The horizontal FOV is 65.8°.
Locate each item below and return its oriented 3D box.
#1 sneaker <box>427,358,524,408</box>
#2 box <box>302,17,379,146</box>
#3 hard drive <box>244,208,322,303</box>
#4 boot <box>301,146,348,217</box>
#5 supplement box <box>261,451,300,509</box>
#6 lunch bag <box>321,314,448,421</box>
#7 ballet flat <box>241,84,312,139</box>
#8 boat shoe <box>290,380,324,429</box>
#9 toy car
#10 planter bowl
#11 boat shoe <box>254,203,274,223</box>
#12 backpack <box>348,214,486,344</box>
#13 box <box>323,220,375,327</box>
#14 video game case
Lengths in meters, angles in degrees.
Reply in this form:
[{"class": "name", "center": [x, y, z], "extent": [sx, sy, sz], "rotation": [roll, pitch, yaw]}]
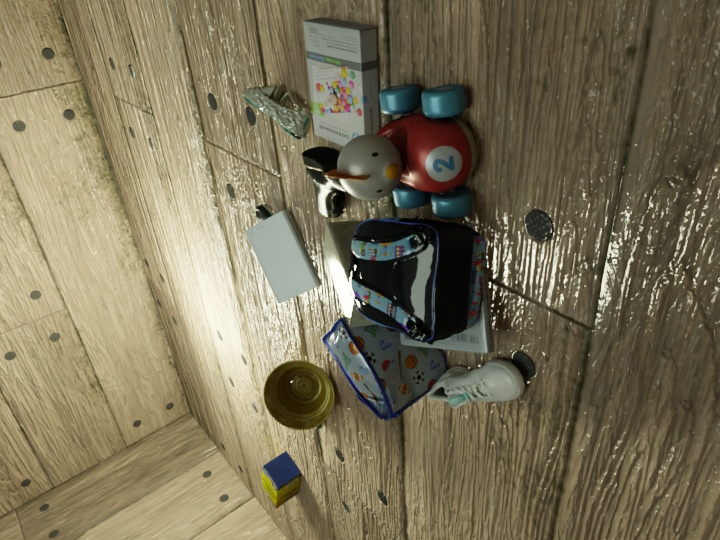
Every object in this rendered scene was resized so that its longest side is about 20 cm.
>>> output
[{"class": "sneaker", "center": [0.192, 0.206, 0.955], "extent": [0.200, 0.088, 0.075], "rotation": [-28, 87, 59]}, {"class": "box", "center": [-0.031, -0.317, 0.955], "extent": [0.156, 0.041, 0.201], "rotation": [33, 139, 42]}, {"class": "hard drive", "center": [-0.189, -0.032, 1.358], "extent": [0.132, 0.026, 0.200], "rotation": [-23, 93, 25]}, {"class": "boot", "center": [-0.037, -0.148, 1.069], "extent": [0.200, 0.077, 0.139], "rotation": [45, 151, 52]}, {"class": "supplement box", "center": [-0.307, 0.808, 2.143], "extent": [0.109, 0.109, 0.200], "rotation": [45, 145, 29]}, {"class": "lunch bag", "center": [0.053, 0.159, 1.052], "extent": [0.200, 0.170, 0.124], "rotation": [54, 147, 11]}, {"class": "ballet flat", "center": [-0.163, -0.337, 1.133], "extent": [0.200, 0.072, 0.072], "rotation": [42, 143, 29]}, {"class": "boat shoe", "center": [-0.160, 0.396, 1.659], "extent": [0.073, 0.062, 0.201], "rotation": [18, 127, 50]}, {"class": "toy car", "center": [0.045, -0.153, 0.803], "extent": [0.177, 0.200, 0.185], "rotation": [23, 131, 48]}, {"class": "planter bowl", "center": [-0.164, 0.335, 1.558], "extent": [0.083, 0.200, 0.201], "rotation": [-61, -51, -79]}, {"class": "boat shoe", "center": [-0.231, -0.072, 1.414], "extent": [0.074, 0.066, 0.200], "rotation": [-19, 96, 61]}, {"class": "backpack", "center": [0.075, 0.004, 0.864], "extent": [0.200, 0.134, 0.183], "rotation": [14, 106, 50]}, {"class": "box", "center": [0.000, 0.000, 1.025], "extent": [0.078, 0.095, 0.200], "rotation": [102, 157, -43]}, {"class": "video game case", "center": [0.132, 0.040, 0.926], "extent": [0.200, 0.023, 0.183], "rotation": [-3, 93, 52]}]
